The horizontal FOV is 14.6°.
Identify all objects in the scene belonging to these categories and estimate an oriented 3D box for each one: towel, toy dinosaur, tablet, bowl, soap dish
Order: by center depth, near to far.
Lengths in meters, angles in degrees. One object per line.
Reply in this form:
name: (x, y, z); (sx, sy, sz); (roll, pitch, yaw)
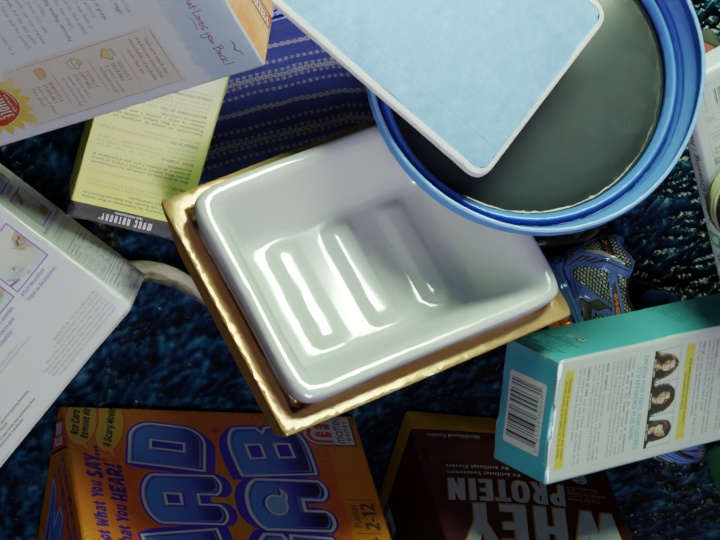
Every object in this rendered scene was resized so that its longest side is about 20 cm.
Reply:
tablet: (0.030, -0.162, 1.583); (0.200, 0.014, 0.130); (40, 75, -10)
bowl: (0.099, -0.118, 1.626); (0.201, 0.039, 0.201); (1, 81, -9)
soap dish: (0.000, 0.000, 1.635); (0.200, 0.157, 0.081); (-22, 164, -26)
towel: (-0.049, -0.076, 1.703); (0.145, 0.024, 0.200); (-14, 127, -1)
toy dinosaur: (-0.184, -0.002, 1.713); (0.200, 0.047, 0.088); (-4, 141, -8)

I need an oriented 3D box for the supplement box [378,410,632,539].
supplement box: (0.086, 0.233, 1.843); (0.133, 0.200, 0.197); (6, 123, -17)

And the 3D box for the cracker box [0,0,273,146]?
cracker box: (-0.165, -0.149, 1.529); (0.200, 0.058, 0.134); (-15, 130, 20)

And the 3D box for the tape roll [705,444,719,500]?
tape roll: (0.326, 0.110, 1.823); (0.200, 0.200, 0.048); (-17, 82, -3)

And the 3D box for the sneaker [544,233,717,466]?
sneaker: (0.184, 0.054, 1.818); (0.078, 0.075, 0.200); (-35, 126, 9)

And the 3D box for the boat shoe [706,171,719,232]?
boat shoe: (0.295, -0.080, 1.661); (0.201, 0.066, 0.072); (-39, 109, 9)

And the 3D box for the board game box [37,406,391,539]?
board game box: (-0.098, 0.228, 1.797); (0.200, 0.200, 0.200); (3, 124, -15)

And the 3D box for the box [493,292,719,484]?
box: (0.175, 0.070, 1.742); (0.200, 0.049, 0.082); (-10, 114, -40)

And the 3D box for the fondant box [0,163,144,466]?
fondant box: (-0.249, 0.002, 1.652); (0.200, 0.058, 0.144); (37, 110, -10)

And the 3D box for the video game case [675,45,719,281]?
video game case: (0.294, -0.092, 1.734); (0.200, 0.022, 0.182); (-29, 128, -14)

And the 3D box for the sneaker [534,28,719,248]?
sneaker: (0.142, -0.071, 1.704); (0.200, 0.098, 0.071); (-33, 123, 10)

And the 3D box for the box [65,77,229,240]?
box: (-0.112, -0.120, 1.619); (0.075, 0.050, 0.200); (12, 114, -11)
